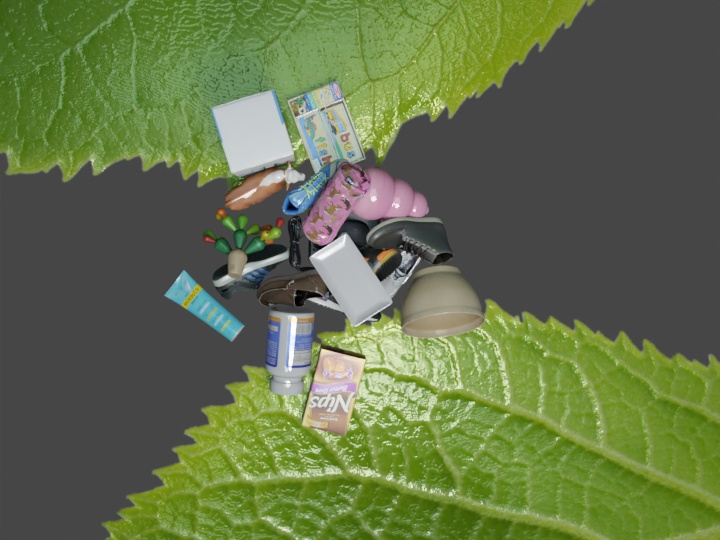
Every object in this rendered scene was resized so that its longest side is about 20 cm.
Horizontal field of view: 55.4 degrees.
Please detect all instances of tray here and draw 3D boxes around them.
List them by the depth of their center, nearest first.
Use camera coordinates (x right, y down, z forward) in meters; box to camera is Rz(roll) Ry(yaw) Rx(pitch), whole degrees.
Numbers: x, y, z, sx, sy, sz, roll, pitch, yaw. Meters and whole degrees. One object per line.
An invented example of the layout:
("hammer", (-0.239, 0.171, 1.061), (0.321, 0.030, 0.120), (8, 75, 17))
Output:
("tray", (-0.022, 0.023, 1.573), (0.107, 0.022, 0.200), (-32, 74, -6))

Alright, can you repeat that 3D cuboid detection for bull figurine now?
("bull figurine", (-0.228, -0.198, 1.610), (0.199, 0.121, 0.065), (-23, 97, -1))

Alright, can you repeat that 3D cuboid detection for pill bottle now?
("pill bottle", (-0.172, 0.193, 1.653), (0.112, 0.112, 0.201), (5, 95, -4))

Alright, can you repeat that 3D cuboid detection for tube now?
("tube", (-0.375, 0.091, 1.669), (0.200, 0.050, 0.078), (38, 85, 0))

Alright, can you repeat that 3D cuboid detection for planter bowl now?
("planter bowl", (0.189, 0.070, 1.638), (0.199, 0.200, 0.135), (-4, 68, -3))

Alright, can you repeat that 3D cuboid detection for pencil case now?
("pencil case", (-0.056, -0.146, 1.535), (0.083, 0.087, 0.200), (22, 130, -21))

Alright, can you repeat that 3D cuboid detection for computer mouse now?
("computer mouse", (-0.077, -0.059, 1.629), (0.199, 0.046, 0.141), (4, 82, -3))

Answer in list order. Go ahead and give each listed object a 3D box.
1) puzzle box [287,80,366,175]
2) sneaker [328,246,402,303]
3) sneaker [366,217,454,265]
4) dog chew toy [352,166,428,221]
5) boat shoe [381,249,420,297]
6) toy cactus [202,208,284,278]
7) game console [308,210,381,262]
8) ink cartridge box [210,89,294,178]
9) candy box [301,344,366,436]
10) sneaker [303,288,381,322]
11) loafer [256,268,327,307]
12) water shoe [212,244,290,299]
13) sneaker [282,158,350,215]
("puzzle box", (-0.080, -0.338, 1.654), (0.133, 0.025, 0.201), (-22, 96, -2))
("sneaker", (0.000, 0.000, 1.638), (0.200, 0.070, 0.090), (-35, 53, -4))
("sneaker", (0.118, -0.063, 1.583), (0.199, 0.075, 0.107), (-9, 56, -20))
("dog chew toy", (0.070, -0.167, 1.607), (0.199, 0.124, 0.125), (15, 94, -22))
("boat shoe", (0.092, 0.003, 1.672), (0.072, 0.069, 0.200), (43, 91, -6))
("toy cactus", (-0.283, -0.065, 1.614), (0.199, 0.102, 0.166), (2, 63, 3))
("game console", (-0.037, -0.116, 1.677), (0.176, 0.031, 0.201), (2, 95, -1))
("ink cartridge box", (-0.238, -0.305, 1.560), (0.145, 0.200, 0.147), (-17, 96, -3))
("candy box", (-0.066, 0.296, 1.697), (0.116, 0.056, 0.201), (14, 96, -5))
("sneaker", (-0.034, 0.061, 1.671), (0.199, 0.076, 0.088), (21, 88, -5))
("loafer", (-0.165, 0.052, 1.625), (0.199, 0.073, 0.071), (-18, 55, 26))
("water shoe", (-0.258, 0.001, 1.664), (0.199, 0.072, 0.079), (-22, 125, -4))
("sneaker", (-0.104, -0.181, 1.582), (0.200, 0.105, 0.076), (-34, 96, 33))
